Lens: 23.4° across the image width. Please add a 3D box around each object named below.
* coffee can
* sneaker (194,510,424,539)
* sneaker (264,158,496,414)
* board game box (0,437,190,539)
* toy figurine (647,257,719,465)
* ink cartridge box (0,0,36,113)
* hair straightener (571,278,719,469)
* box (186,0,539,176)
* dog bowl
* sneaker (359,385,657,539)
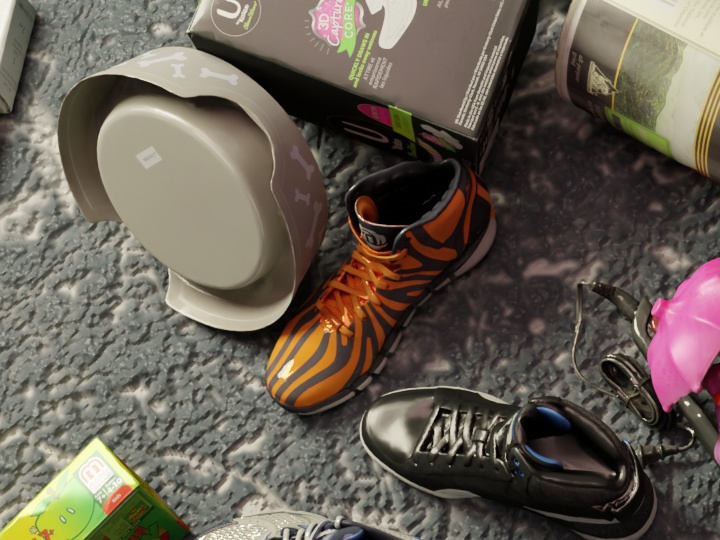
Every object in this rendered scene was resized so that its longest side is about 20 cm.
[{"bbox_3d":[0.245,-0.128,1.105,0.199,0.147,0.147,32,77,26],"label":"coffee can"},{"bbox_3d":[-0.019,0.179,1.069,0.197,0.085,0.078,3,67,17],"label":"sneaker"},{"bbox_3d":[0.000,0.000,1.128,0.077,0.112,0.200,39,84,26],"label":"sneaker"},{"bbox_3d":[-0.207,0.207,1.097,0.200,0.102,0.048,-45,63,-8],"label":"board game box"},{"bbox_3d":[0.261,0.057,1.012,0.182,0.150,0.203,-11,93,4],"label":"toy figurine"},{"bbox_3d":[-0.361,-0.135,1.329,0.197,0.044,0.176,3,68,16],"label":"ink cartridge box"},{"bbox_3d":[0.193,0.085,1.078,0.077,0.041,0.200,-39,68,-4],"label":"hair straightener"},{"bbox_3d":[0.006,-0.159,1.148,0.198,0.149,0.126,22,83,6],"label":"box"},{"bbox_3d":[-0.107,-0.058,1.147,0.199,0.202,0.059,25,49,24],"label":"dog bowl"},{"bbox_3d":[0.084,0.100,1.063,0.198,0.112,0.074,15,69,21],"label":"sneaker"}]
